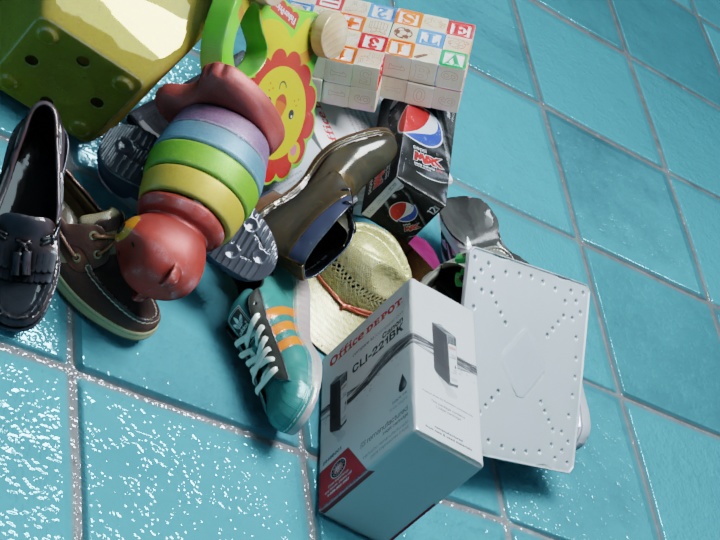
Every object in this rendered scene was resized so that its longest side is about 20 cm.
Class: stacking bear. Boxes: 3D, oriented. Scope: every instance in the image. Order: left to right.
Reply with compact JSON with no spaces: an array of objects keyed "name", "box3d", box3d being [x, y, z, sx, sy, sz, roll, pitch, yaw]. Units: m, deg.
[{"name":"stacking bear","box3d":[-0.151,-0.064,1.527,0.114,0.121,0.200,39,58,-27]}]

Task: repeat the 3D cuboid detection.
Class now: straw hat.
[{"name":"straw hat","box3d":[0.000,0.000,1.764,0.201,0.085,0.201,30,36,-25]}]

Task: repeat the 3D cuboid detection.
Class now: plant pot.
[{"name":"plant pot","box3d":[-0.253,-0.243,1.653,0.195,0.194,0.200,32,47,-21]}]

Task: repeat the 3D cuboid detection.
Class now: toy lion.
[{"name":"toy lion","box3d":[-0.095,-0.185,1.663,0.200,0.069,0.192,36,71,-59]}]

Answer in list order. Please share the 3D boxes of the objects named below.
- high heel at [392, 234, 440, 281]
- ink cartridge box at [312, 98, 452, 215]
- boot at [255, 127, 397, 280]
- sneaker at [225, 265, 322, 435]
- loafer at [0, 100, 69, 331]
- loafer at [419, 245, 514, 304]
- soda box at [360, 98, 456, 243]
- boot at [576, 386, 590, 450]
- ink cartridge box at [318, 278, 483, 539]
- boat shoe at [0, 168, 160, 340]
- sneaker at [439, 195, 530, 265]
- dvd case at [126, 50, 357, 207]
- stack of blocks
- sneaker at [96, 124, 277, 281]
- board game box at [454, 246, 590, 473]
[{"name":"high heel","box3d":[0.074,0.041,1.817,0.096,0.067,0.200,39,17,-36]},{"name":"ink cartridge box","box3d":[-0.015,-0.141,1.898,0.200,0.083,0.147,6,51,-45]},{"name":"boot","box3d":[-0.020,-0.061,1.681,0.200,0.075,0.097,-36,50,-21]},{"name":"sneaker","box3d":[-0.089,0.068,1.615,0.080,0.071,0.200,22,35,-26]},{"name":"loafer","box3d":[-0.284,-0.050,1.465,0.072,0.063,0.201,8,66,-9]},{"name":"loafer","box3d":[0.102,0.021,1.763,0.070,0.070,0.200,41,43,11]},{"name":"soda box","box3d":[0.054,-0.126,1.821,0.063,0.071,0.200,30,39,-18]},{"name":"boot","box3d":[0.189,0.099,1.882,0.095,0.074,0.200,26,39,-40]},{"name":"ink cartridge box","box3d":[0.036,0.129,1.615,0.084,0.144,0.200,31,35,-24]},{"name":"boat shoe","box3d":[-0.240,-0.028,1.535,0.200,0.072,0.072,51,33,7]},{"name":"sneaker","box3d":[0.141,0.014,1.906,0.080,0.086,0.200,-9,53,-13]},{"name":"dvd case","box3d":[-0.118,-0.111,1.745,0.150,0.025,0.200,-32,80,-28]},{"name":"stack of blocks","box3d":[0.013,-0.223,1.811,0.199,0.059,0.115,12,43,2]},{"name":"sneaker","box3d":[-0.164,-0.058,1.632,0.200,0.082,0.070,41,68,-1]},{"name":"board game box","box3d":[0.156,0.094,1.754,0.200,0.026,0.201,17,76,-44]}]
